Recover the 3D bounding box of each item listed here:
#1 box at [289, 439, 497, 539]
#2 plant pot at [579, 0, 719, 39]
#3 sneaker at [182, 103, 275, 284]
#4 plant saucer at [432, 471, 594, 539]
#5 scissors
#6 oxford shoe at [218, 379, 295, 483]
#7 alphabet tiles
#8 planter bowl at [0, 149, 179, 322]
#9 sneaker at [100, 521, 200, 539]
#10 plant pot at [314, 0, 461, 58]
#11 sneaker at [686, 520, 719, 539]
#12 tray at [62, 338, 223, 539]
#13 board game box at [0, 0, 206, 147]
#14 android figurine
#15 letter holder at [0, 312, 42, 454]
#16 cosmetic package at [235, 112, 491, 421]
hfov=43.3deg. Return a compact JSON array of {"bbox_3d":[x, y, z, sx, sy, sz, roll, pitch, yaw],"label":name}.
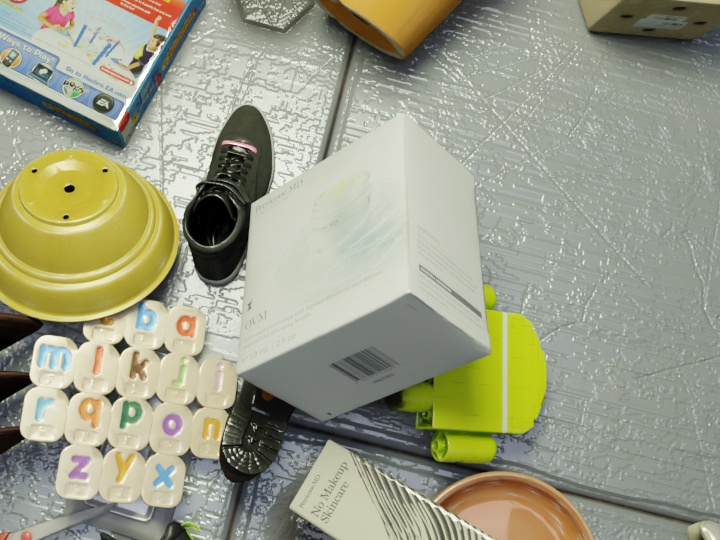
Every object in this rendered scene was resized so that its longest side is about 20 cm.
[{"bbox_3d":[0.038,0.247,0.862,0.199,0.068,0.083,26,77,21],"label":"box"},{"bbox_3d":[0.338,-0.361,0.994,0.198,0.200,0.179,4,89,-4],"label":"plant pot"},{"bbox_3d":[-0.131,-0.091,0.934,0.070,0.099,0.202,12,76,-1],"label":"sneaker"},{"bbox_3d":[0.140,0.304,0.908,0.198,0.037,0.202,1,78,-4],"label":"plant saucer"},{"bbox_3d":[-0.336,0.256,0.875,0.199,0.014,0.073,-35,82,-3],"label":"scissors"},{"bbox_3d":[-0.092,0.120,0.909,0.072,0.085,0.201,30,57,-2],"label":"oxford shoe"},{"bbox_3d":[-0.220,0.125,0.881,0.199,0.015,0.197,10,74,-21],"label":"alphabet tiles"},{"bbox_3d":[-0.279,-0.056,0.884,0.199,0.084,0.202,5,54,-6],"label":"planter bowl"},{"bbox_3d":[-0.245,0.294,0.863,0.199,0.072,0.083,-16,76,-16],"label":"sneaker"},{"bbox_3d":[0.047,-0.338,0.966,0.199,0.200,0.184,33,92,2],"label":"plant pot"},{"bbox_3d":[0.321,0.334,0.901,0.088,0.081,0.200,39,69,5],"label":"sneaker"},{"bbox_3d":[-0.218,0.163,0.912,0.107,0.022,0.201,17,77,-2],"label":"tray"},{"bbox_3d":[-0.299,-0.265,0.977,0.199,0.056,0.197,26,77,1],"label":"board game box"},{"bbox_3d":[0.113,0.100,0.911,0.199,0.041,0.184,8,77,-33],"label":"android figurine"},{"bbox_3d":[-0.357,0.111,0.806,0.142,0.200,0.101,-30,82,3],"label":"letter holder"},{"bbox_3d":[0.000,0.000,0.835,0.123,0.199,0.201,36,41,-37],"label":"cosmetic package"}]
